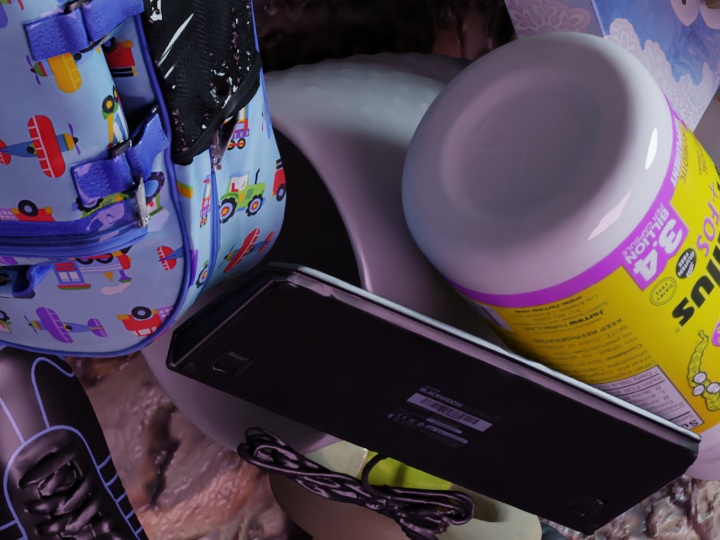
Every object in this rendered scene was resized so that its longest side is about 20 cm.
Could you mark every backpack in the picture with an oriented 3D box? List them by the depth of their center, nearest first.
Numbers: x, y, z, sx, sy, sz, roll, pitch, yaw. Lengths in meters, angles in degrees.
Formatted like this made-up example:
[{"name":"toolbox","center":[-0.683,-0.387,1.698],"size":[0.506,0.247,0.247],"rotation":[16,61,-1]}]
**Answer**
[{"name":"backpack","center":[-0.122,-0.050,0.906],"size":[0.135,0.181,0.201],"rotation":[-63,151,-46]}]

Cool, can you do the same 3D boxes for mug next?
[{"name":"mug","center":[0.000,0.000,1.079],"size":[0.175,0.148,0.200],"rotation":[-19,150,-43]}]

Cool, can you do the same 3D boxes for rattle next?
[{"name":"rattle","center":[0.018,0.153,1.118],"size":[0.130,0.200,0.143],"rotation":[30,97,-37]}]

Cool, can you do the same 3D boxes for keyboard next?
[{"name":"keyboard","center":[0.018,0.057,0.960],"size":[0.199,0.021,0.127],"rotation":[24,138,-27]}]

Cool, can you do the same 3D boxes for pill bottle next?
[{"name":"pill bottle","center":[0.103,0.004,0.981],"size":[0.104,0.104,0.200],"rotation":[-51,138,-6]}]

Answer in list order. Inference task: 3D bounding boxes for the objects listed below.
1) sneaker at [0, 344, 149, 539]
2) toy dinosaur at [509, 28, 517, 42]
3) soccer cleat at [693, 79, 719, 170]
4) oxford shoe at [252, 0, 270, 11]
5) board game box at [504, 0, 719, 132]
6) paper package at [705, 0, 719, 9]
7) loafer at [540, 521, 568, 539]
[{"name":"sneaker","center":[-0.117,0.107,1.066],"size":[0.070,0.078,0.201],"rotation":[-34,130,-22]},{"name":"toy dinosaur","center":[0.103,-0.141,1.152],"size":[0.200,0.058,0.102],"rotation":[33,74,-51]},{"name":"soccer cleat","center":[0.154,-0.027,1.149],"size":[0.077,0.069,0.200],"rotation":[-27,159,-42]},{"name":"oxford shoe","center":[-0.021,-0.158,0.967],"size":[0.200,0.072,0.071],"rotation":[107,9,-56]},{"name":"board game box","center":[0.109,-0.167,1.057],"size":[0.199,0.043,0.201],"rotation":[-55,133,-44]},{"name":"paper package","center":[0.231,-0.201,1.017],"size":[0.103,0.200,0.192],"rotation":[17,68,-11]},{"name":"loafer","center":[0.045,0.214,1.265],"size":[0.201,0.068,0.070],"rotation":[-49,125,-14]}]
